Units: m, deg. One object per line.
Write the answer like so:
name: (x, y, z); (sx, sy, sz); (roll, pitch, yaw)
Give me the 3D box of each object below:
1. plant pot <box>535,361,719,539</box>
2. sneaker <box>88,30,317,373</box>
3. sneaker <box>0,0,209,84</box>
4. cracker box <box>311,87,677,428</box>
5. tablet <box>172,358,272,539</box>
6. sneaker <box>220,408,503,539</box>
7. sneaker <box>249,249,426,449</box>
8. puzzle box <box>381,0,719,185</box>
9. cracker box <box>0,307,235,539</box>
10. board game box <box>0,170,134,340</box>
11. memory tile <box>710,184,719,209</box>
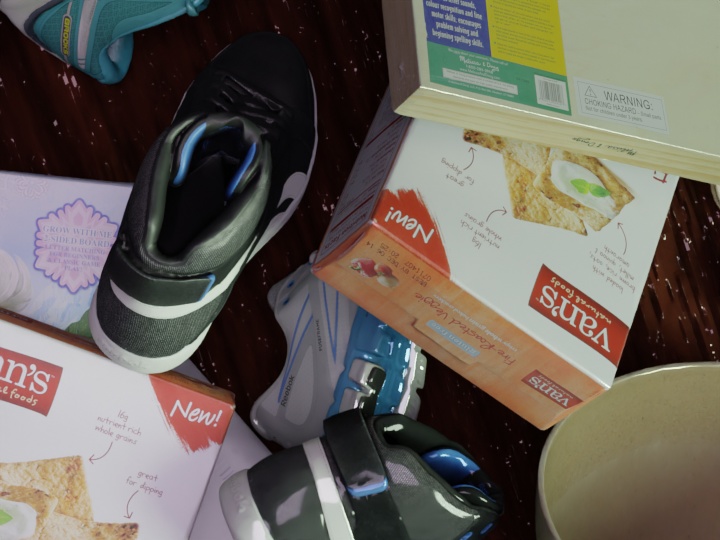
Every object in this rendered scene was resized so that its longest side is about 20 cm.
plant pot: (0.174, 0.158, 1.118); (0.198, 0.201, 0.135); (5, 127, -1)
sneaker: (-0.056, -0.055, 1.089); (0.073, 0.112, 0.201); (25, 55, -3)
sneaker: (-0.089, -0.162, 1.120); (0.080, 0.078, 0.200); (42, 130, -11)
cracker box: (0.074, -0.047, 1.092); (0.133, 0.058, 0.201); (34, 53, -15)
tablet: (-0.133, 0.088, 1.180); (0.130, 0.014, 0.200); (-41, 91, 0)
sneaker: (0.028, 0.148, 1.105); (0.111, 0.073, 0.200); (-29, 127, 7)
sneaker: (0.000, 0.000, 1.157); (0.086, 0.075, 0.201); (16, 76, 31)
puzzle box: (0.097, -0.116, 1.079); (0.199, 0.025, 0.134); (11, 61, -29)
cracker box: (-0.152, 0.130, 1.105); (0.133, 0.058, 0.202); (19, 91, -4)
board game box: (-0.212, 0.047, 1.149); (0.198, 0.041, 0.201); (5, 92, -2)
memory tile: (0.246, -0.075, 1.185); (0.152, 0.017, 0.202); (-7, 90, -1)
